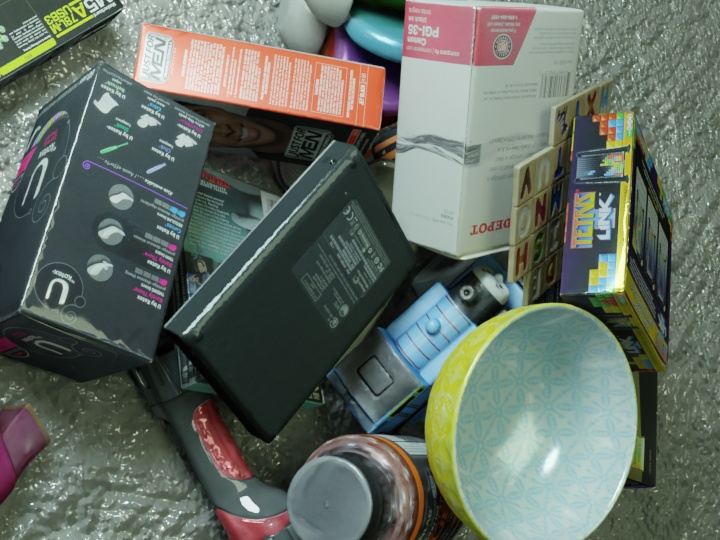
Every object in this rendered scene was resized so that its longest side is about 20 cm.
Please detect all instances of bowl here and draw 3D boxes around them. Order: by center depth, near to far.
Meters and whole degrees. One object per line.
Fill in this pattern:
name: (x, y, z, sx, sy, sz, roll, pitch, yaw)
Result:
bowl: (0.122, 0.125, 0.842, 0.199, 0.108, 0.201, -1, 91, -32)

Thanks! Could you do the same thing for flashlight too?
flashlight: (-0.106, 0.147, 0.826, 0.068, 0.068, 0.201, -30, 97, -49)

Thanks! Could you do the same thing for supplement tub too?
supplement tub: (0.014, 0.189, 0.838, 0.200, 0.107, 0.107, 21, 61, -65)

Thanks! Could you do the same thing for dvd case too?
dvd case: (-0.099, 0.012, 0.858, 0.146, 0.022, 0.201, 17, 56, -47)

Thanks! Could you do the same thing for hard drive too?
hard drive: (-0.045, 0.018, 0.791, 0.200, 0.033, 0.140, -50, 135, -21)

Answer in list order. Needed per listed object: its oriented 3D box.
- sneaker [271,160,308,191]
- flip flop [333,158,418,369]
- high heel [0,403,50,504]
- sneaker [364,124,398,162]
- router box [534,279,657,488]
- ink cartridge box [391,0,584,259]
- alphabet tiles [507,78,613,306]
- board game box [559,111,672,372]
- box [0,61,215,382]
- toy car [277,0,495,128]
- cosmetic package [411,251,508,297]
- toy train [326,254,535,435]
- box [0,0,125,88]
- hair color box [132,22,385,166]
sneaker: (-0.018, -0.082, 0.973, 0.201, 0.075, 0.100, 64, 32, -7)
flip flop: (0.000, 0.000, 0.900, 0.081, 0.058, 0.201, 24, 99, -7)
high heel: (-0.296, 0.078, 0.686, 0.200, 0.067, 0.096, 56, 40, -17)
sneaker: (0.083, -0.127, 0.993, 0.078, 0.112, 0.200, 61, 24, -4)
router box: (0.221, 0.098, 0.986, 0.157, 0.052, 0.201, 21, 66, -34)
ink cartridge box: (0.105, -0.123, 0.861, 0.146, 0.083, 0.201, -12, 113, -43)
alphabet tiles: (0.176, -0.067, 0.888, 0.200, 0.008, 0.168, -31, 128, -51)
board game box: (0.232, -0.018, 0.904, 0.200, 0.056, 0.166, 44, 51, -55)
box: (-0.202, -0.032, 0.762, 0.106, 0.122, 0.201, 26, 62, -32)
toy car: (0.019, -0.211, 0.949, 0.174, 0.200, 0.151, 8, 78, -18)
cosmetic package: (0.149, 0.068, 1.035, 0.074, 0.102, 0.200, -42, 107, -38)
toy train: (0.068, 0.068, 0.915, 0.087, 0.200, 0.114, 52, 10, 20)
box: (-0.313, -0.235, 0.780, 0.193, 0.047, 0.200, 56, 50, -16)
hair color box: (-0.088, -0.140, 0.852, 0.199, 0.102, 0.062, 9, 72, -10)
